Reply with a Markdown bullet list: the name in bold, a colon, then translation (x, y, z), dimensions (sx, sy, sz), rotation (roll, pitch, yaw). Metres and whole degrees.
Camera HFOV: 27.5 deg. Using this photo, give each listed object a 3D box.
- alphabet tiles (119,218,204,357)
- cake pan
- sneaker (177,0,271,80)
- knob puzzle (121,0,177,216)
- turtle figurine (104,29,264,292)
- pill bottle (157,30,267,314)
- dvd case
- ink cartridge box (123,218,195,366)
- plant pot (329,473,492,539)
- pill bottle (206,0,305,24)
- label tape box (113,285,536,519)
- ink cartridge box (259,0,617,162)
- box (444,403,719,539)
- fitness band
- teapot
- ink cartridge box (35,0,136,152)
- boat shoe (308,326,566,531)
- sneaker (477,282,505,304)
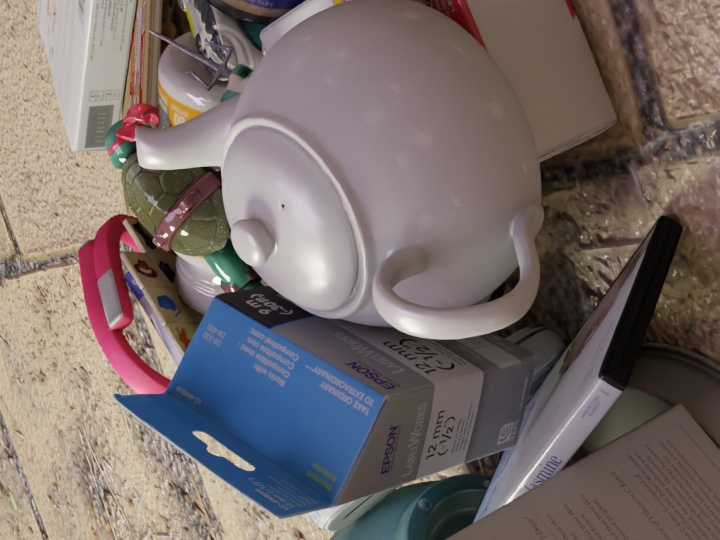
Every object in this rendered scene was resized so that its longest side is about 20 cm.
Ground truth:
- **alphabet tiles**: translation (-0.112, 0.042, 1.168), dimensions (0.006, 0.166, 0.201), rotation (-38, 74, 19)
- **cake pan**: translation (0.190, 0.143, 0.891), dimensions (0.200, 0.037, 0.202), rotation (32, 133, 41)
- **sneaker**: translation (-0.089, -0.208, 1.041), dimensions (0.078, 0.079, 0.201), rotation (103, 152, -51)
- **knob puzzle**: translation (-0.169, -0.142, 1.189), dimensions (0.220, 0.030, 0.222), rotation (-177, 90, -75)
- **turtle figurine**: translation (-0.100, -0.048, 0.961), dimensions (0.200, 0.101, 0.150), rotation (46, 137, 1)
- **pill bottle**: translation (-0.091, -0.070, 1.090), dimensions (0.116, 0.116, 0.201), rotation (37, 137, 37)
- **dvd case**: translation (0.119, 0.076, 0.852), dimensions (0.017, 0.143, 0.201), rotation (29, 135, 2)
- **ink cartridge box**: translation (-0.119, 0.051, 1.205), dimensions (0.042, 0.119, 0.201), rotation (-37, 74, 19)
- **plant pot**: translation (0.065, 0.219, 0.973), dimensions (0.201, 0.199, 0.135), rotation (51, 140, 23)
- **pill bottle**: translation (-0.035, -0.248, 0.905), dimensions (0.112, 0.111, 0.200), rotation (60, 147, 9)
- **label tape box**: translation (-0.017, 0.062, 0.837), dimensions (0.143, 0.199, 0.067), rotation (28, 113, 37)
- **ink cartridge box**: translation (0.041, -0.120, 0.897), dimensions (0.200, 0.085, 0.149), rotation (-16, 99, 58)
- **box**: translation (0.126, 0.179, 0.786), dimensions (0.125, 0.199, 0.098), rotation (52, 144, 22)
- **fitness band**: translation (-0.168, 0.038, 1.231), dimensions (0.037, 0.143, 0.201), rotation (-38, 44, 19)
- **teapot**: translation (-0.006, -0.043, 0.804), dimensions (0.198, 0.146, 0.200), rotation (58, 147, -1)
- **ink cartridge box**: translation (-0.240, -0.233, 1.272), dimensions (0.201, 0.043, 0.174), rotation (109, 148, -47)
- **boat shoe**: translation (0.037, 0.086, 0.951), dimensions (0.067, 0.199, 0.074), rotation (56, -178, 20)
- **sneaker**: translation (0.000, 0.000, 0.994), dimensions (0.199, 0.072, 0.083), rotation (5, 144, 36)
